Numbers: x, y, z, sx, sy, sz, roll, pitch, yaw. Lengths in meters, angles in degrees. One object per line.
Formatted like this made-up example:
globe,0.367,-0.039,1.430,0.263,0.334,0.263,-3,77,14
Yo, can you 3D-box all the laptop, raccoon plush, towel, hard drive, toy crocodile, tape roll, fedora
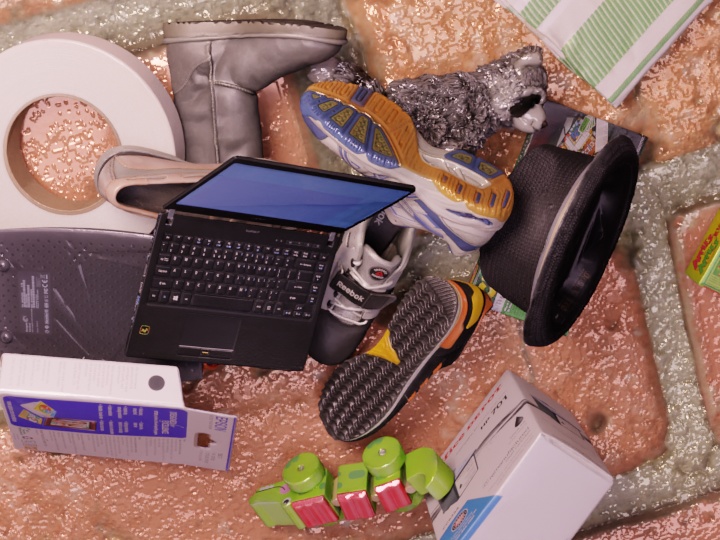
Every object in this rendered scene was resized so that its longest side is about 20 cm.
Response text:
laptop,-0.074,0.001,1.348,0.177,0.103,0.200,8,105,-34
raccoon plush,0.071,-0.170,1.446,0.200,0.097,0.134,34,90,-12
towel,0.203,-0.263,1.469,0.200,0.023,0.153,41,96,-12
hard drive,-0.230,0.026,1.422,0.200,0.042,0.135,3,106,9
toy crocodile,-0.008,0.204,1.520,0.200,0.062,0.068,-14,127,17
tape roll,-0.252,-0.104,1.428,0.202,0.037,0.203,2,108,8
fedora,0.164,-0.037,1.447,0.092,0.201,0.201,25,102,21

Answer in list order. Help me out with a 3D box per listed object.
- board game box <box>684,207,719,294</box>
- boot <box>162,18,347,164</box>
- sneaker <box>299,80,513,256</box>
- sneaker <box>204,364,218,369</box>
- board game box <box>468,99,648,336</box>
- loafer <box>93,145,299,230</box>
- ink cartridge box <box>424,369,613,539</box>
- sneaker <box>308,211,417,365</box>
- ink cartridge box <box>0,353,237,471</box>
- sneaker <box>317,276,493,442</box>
board game box,0.417,0.004,1.543,0.200,0.048,0.102,25,100,-12
boot,-0.094,-0.117,1.437,0.182,0.073,0.200,2,98,21
sneaker,0.027,-0.079,1.389,0.200,0.075,0.088,34,139,3
sneaker,-0.123,0.061,1.479,0.200,0.075,0.078,-39,90,8
board game box,0.178,-0.048,1.518,0.105,0.023,0.200,19,101,-11
loafer,-0.123,-0.057,1.387,0.200,0.063,0.072,7,113,-18
ink cartridge box,0.136,0.192,1.481,0.086,0.200,0.147,34,98,-11
sneaker,0.000,0.000,1.480,0.074,0.089,0.200,20,102,-12
ink cartridge box,-0.207,0.125,1.434,0.200,0.198,0.043,7,69,-5
sneaker,0.047,0.087,1.514,0.090,0.070,0.200,4,133,-50
